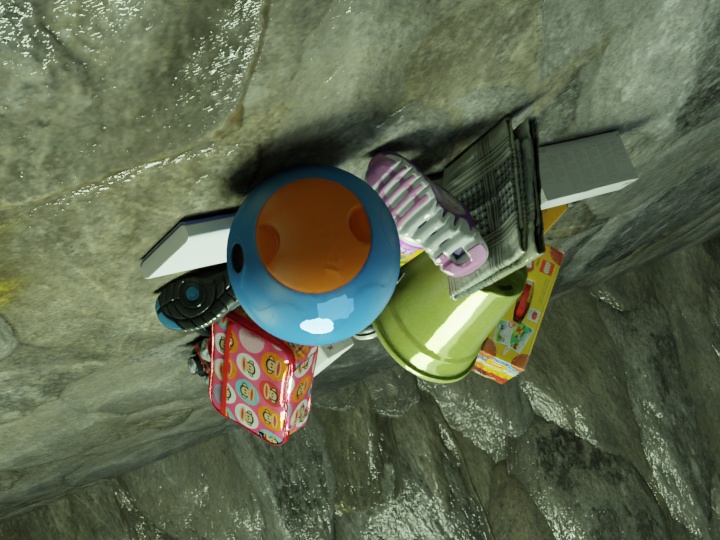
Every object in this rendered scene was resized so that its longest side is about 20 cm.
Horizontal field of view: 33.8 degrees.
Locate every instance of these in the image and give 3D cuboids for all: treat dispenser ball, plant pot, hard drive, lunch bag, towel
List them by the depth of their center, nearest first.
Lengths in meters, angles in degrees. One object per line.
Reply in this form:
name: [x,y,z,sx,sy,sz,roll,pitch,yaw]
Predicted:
treat dispenser ball: [-0.053,-0.017,1.339,0.198,0.204,0.201,-21,169,-4]
hard drive: [-0.161,-0.041,1.478,0.198,0.026,0.132,-14,166,-39]
towel: [0.163,-0.080,1.515,0.034,0.196,0.199,12,155,-28]
lunch bag: [-0.153,0.137,1.712,0.082,0.174,0.202,-37,146,-44]
plant pot: [0.140,0.030,1.722,0.198,0.202,0.184,-12,155,-42]

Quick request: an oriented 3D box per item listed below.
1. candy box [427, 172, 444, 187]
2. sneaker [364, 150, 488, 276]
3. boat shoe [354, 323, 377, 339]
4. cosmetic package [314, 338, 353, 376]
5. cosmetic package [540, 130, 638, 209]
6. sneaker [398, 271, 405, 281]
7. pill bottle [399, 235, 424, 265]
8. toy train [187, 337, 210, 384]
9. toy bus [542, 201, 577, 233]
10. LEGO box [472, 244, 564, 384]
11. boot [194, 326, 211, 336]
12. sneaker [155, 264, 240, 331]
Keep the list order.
candy box: [0.112,-0.082,1.725,0.135,0.062,0.200,-16,167,-24]
sneaker: [0.079,-0.081,1.474,0.080,0.089,0.200,-35,120,25]
boat shoe: [0.015,0.029,1.818,0.072,0.062,0.201,-9,-148,17]
cosmetic package: [-0.108,0.126,1.781,0.200,0.102,0.074,-39,172,40]
cosmetic package: [0.319,-0.149,1.765,0.198,0.084,0.051,-14,170,-34]
sneaker: [-0.002,-0.002,1.766,0.105,0.060,0.200,-51,-156,10]
pill bottle: [0.025,-0.048,1.605,0.103,0.106,0.199,-13,166,-37]
toy train: [-0.212,0.137,2.107,0.198,0.086,0.114,-10,152,-40]
toy bus: [0.255,-0.090,1.806,0.078,0.066,0.200,3,-140,48]
LEGO box: [0.242,0.065,1.894,0.076,0.203,0.149,22,165,-2]
boot: [-0.141,0.048,1.807,0.167,0.078,0.199,-25,163,34]
sneaker: [-0.190,0.030,1.641,0.197,0.074,0.082,-21,179,13]
